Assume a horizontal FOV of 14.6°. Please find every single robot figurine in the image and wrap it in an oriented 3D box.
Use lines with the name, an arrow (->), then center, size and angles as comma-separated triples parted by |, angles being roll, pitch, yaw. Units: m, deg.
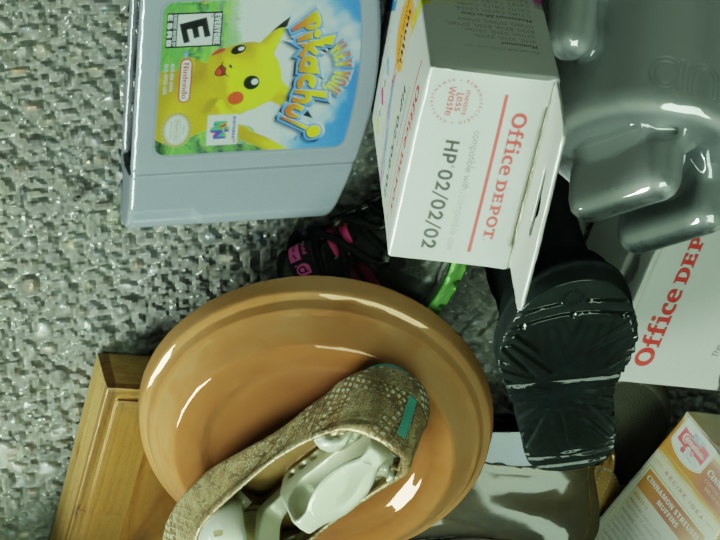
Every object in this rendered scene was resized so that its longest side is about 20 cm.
robot figurine -> 0.156, -0.111, 1.459 | 0.113, 0.201, 0.169 | -15, 146, 37

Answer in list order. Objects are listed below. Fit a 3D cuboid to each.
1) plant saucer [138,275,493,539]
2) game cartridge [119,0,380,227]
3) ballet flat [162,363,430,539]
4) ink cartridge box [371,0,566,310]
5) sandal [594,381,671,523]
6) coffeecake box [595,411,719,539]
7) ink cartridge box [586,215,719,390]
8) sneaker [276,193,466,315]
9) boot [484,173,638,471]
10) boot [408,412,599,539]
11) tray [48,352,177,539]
plant saucer -> -0.025, 0.091, 1.566 | 0.199, 0.038, 0.201 | 1, 129, 2
game cartridge -> -0.057, -0.111, 1.482 | 0.133, 0.041, 0.201 | -7, 128, -17
ballet flat -> -0.042, 0.125, 1.528 | 0.070, 0.065, 0.200 | 35, 122, -20
ink cartridge box -> 0.051, -0.082, 1.424 | 0.068, 0.200, 0.116 | 6, 124, -9
sandal -> 0.118, 0.139, 1.711 | 0.082, 0.055, 0.200 | 33, 112, -34
coffeecake box -> 0.203, 0.185, 1.729 | 0.153, 0.073, 0.200 | 8, 126, -49
ink cartridge box -> 0.237, -0.008, 1.617 | 0.199, 0.084, 0.146 | 6, 123, -22
sneaker -> 0.000, 0.000, 1.557 | 0.084, 0.077, 0.200 | 19, 115, -26
boot -> 0.098, -0.003, 1.505 | 0.073, 0.163, 0.199 | -8, 148, 0
boot -> 0.047, 0.120, 1.664 | 0.199, 0.075, 0.097 | 11, 102, 2
tray -> -0.125, 0.141, 1.651 | 0.098, 0.037, 0.201 | 4, 124, -20
